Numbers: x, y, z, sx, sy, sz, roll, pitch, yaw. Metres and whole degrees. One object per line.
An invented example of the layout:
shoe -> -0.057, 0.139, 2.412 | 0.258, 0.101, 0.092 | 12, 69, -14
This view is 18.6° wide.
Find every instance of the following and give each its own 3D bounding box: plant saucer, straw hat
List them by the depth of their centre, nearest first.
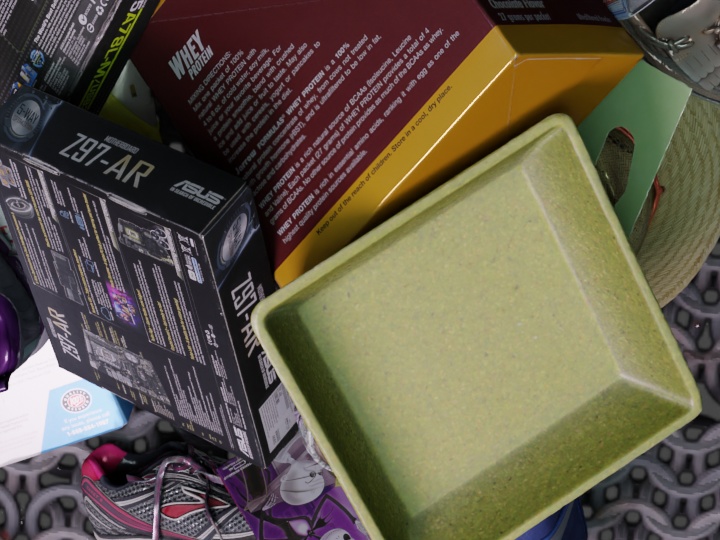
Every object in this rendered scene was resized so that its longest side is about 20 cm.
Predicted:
plant saucer -> 0.059, 0.043, 1.176 | 0.199, 0.048, 0.201 | -32, 114, -9
straw hat -> 0.134, -0.039, 1.309 | 0.199, 0.085, 0.203 | 2, 111, 5

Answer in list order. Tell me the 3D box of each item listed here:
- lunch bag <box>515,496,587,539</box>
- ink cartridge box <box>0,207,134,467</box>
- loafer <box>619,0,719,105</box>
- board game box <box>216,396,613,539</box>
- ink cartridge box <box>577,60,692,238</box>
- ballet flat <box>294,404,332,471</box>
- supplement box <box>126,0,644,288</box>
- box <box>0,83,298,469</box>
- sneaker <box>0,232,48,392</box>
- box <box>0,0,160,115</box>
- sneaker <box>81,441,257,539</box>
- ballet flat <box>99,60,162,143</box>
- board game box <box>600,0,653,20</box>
lunch bag -> 0.063, 0.153, 1.327 | 0.134, 0.200, 0.134 | -1, 108, 12
ink cartridge box -> -0.228, 0.014, 1.370 | 0.115, 0.067, 0.201 | -17, 108, 11
loafer -> 0.174, -0.162, 1.266 | 0.200, 0.063, 0.072 | 41, 92, -9
board game box -> 0.031, 0.109, 1.247 | 0.199, 0.120, 0.032 | -31, 150, -7
ink cartridge box -> 0.076, -0.086, 1.262 | 0.200, 0.048, 0.147 | 36, 115, 33
ballet flat -> 0.043, 0.033, 1.235 | 0.200, 0.072, 0.072 | -36, 105, -7
supplement box -> 0.005, -0.127, 1.200 | 0.197, 0.132, 0.201 | -47, 68, 30
box -> -0.118, 0.007, 1.212 | 0.159, 0.044, 0.201 | 23, 146, 28
sneaker -> -0.253, -0.021, 1.276 | 0.074, 0.088, 0.200 | -36, 104, 16
box -> -0.203, -0.178, 1.228 | 0.193, 0.047, 0.201 | 46, 127, 17
sneaker -> -0.094, 0.143, 1.380 | 0.198, 0.081, 0.075 | -10, 108, 28
ballet flat -> -0.167, -0.131, 1.314 | 0.067, 0.067, 0.200 | -38, 102, 10
board game box -> 0.182, -0.237, 1.206 | 0.198, 0.062, 0.202 | -1, 92, -14
